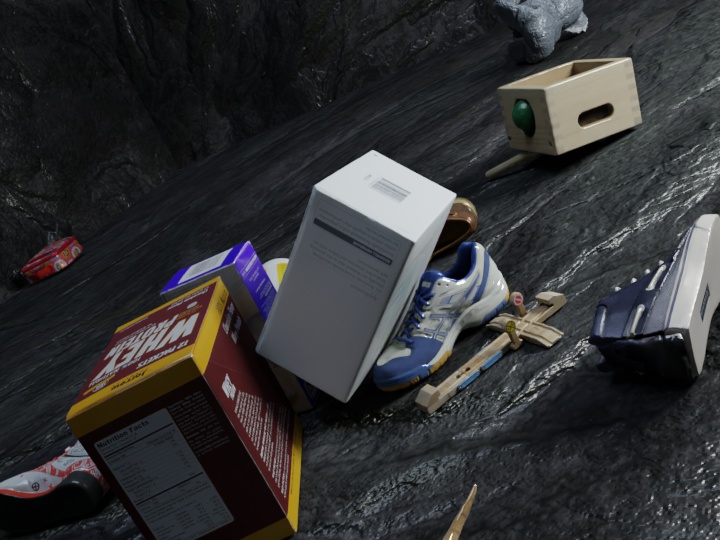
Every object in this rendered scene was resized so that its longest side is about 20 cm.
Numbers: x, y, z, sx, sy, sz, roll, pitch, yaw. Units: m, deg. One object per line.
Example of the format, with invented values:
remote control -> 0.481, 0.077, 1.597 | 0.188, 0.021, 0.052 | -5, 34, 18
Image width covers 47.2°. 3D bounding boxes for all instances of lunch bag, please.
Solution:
lunch bag -> -1.068, -0.028, 2.835 | 0.197, 0.083, 0.177 | -22, 24, 26

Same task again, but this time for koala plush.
koala plush -> 0.461, -0.618, 2.003 | 0.197, 0.180, 0.184 | -30, 30, -7

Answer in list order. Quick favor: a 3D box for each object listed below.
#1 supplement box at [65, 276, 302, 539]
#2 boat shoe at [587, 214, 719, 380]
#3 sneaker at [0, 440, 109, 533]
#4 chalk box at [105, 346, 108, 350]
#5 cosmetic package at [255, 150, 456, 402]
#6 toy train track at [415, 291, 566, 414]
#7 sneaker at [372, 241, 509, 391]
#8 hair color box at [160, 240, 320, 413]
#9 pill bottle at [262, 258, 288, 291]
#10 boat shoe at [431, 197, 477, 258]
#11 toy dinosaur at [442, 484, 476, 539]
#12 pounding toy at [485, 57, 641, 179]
supplement box -> -0.161, 0.152, 0.826 | 0.130, 0.203, 0.198 | -25, 19, 6
boat shoe -> 0.269, 0.017, 0.742 | 0.091, 0.076, 0.200 | -4, 31, 36
sneaker -> -0.394, 0.273, 1.070 | 0.197, 0.068, 0.108 | -17, 20, 23
chalk box -> -0.241, 0.130, 1.122 | 0.123, 0.127, 0.198 | -37, 19, -26
cosmetic package -> 0.000, 0.000, 0.917 | 0.203, 0.121, 0.199 | -66, -10, 25
toy train track -> 0.134, 0.075, 0.860 | 0.198, 0.033, 0.114 | -36, 20, -17
sneaker -> 0.077, 0.047, 0.927 | 0.199, 0.089, 0.075 | -41, 24, -22
hair color box -> -0.137, 0.081, 0.973 | 0.107, 0.203, 0.065 | -20, 21, 20
pill bottle -> -0.104, 0.056, 1.133 | 0.112, 0.116, 0.200 | -28, 18, 1
boat shoe -> 0.077, -0.045, 1.196 | 0.196, 0.073, 0.068 | -22, 17, 12
toy dinosaur -> 0.058, 0.233, 0.550 | 0.103, 0.062, 0.201 | -6, 22, -9
pounding toy -> 0.306, -0.234, 1.302 | 0.196, 0.145, 0.184 | -21, 17, -12
